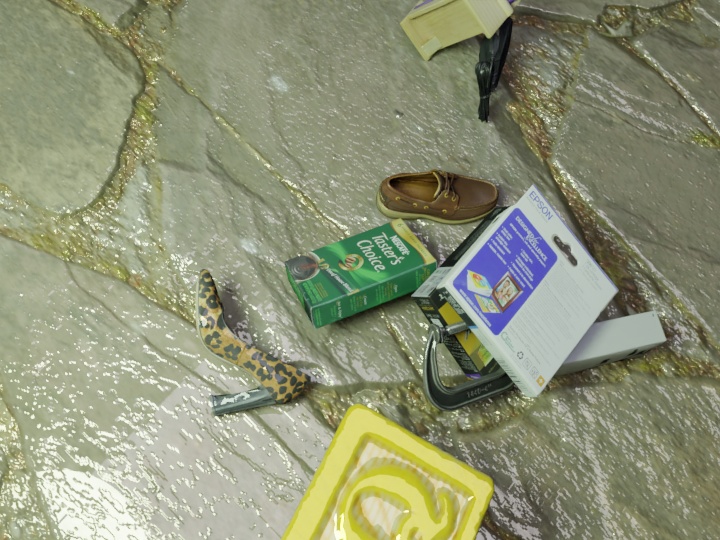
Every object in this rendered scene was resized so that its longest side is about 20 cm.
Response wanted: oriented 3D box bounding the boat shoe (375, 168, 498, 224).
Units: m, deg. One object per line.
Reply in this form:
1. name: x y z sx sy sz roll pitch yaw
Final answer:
1. boat shoe: 0.124 -0.118 1.171 0.194 0.068 0.074 0 66 -7

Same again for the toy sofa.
1. toy sofa: 0.160 -0.421 1.228 0.083 0.199 0.098 47 73 -22

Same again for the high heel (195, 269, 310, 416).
1. high heel: -0.150 0.088 1.042 0.139 0.071 0.205 -11 85 -5

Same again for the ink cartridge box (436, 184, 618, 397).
1. ink cartridge box: 0.227 0.026 1.014 0.200 0.043 0.199 -45 99 -20

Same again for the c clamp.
1. c clamp: 0.157 0.093 1.028 0.196 0.027 0.175 -20 104 -28

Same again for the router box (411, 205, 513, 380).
1. router box: 0.188 0.032 1.085 0.200 0.052 0.158 -44 109 -21

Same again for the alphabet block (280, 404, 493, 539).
1. alphabet block: 0.020 0.306 0.897 0.192 0.201 0.199 26 66 5

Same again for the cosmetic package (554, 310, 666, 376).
1. cosmetic package: 0.330 0.111 1.090 0.195 0.083 0.052 -11 68 -10

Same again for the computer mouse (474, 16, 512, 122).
1. computer mouse: 0.214 -0.363 1.252 0.045 0.141 0.204 12 65 13

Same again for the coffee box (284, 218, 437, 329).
1. coffee box: 0.000 0.000 1.092 0.196 0.045 0.124 -19 41 -14
